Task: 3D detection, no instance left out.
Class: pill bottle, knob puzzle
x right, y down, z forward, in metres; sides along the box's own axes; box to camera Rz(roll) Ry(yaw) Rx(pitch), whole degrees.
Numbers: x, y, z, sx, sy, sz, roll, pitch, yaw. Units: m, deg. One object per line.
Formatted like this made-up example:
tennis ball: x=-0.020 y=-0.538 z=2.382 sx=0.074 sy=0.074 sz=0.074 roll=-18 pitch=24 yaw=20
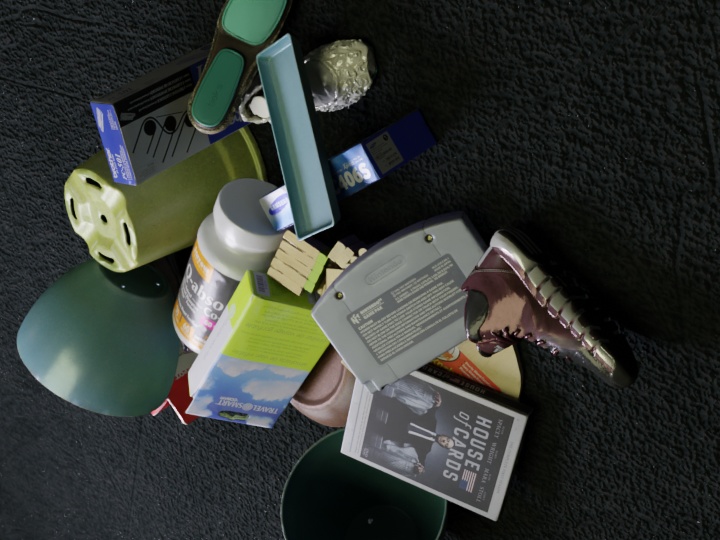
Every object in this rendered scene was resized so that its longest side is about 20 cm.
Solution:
pill bottle: x=-0.144 y=-0.001 z=1.592 sx=0.116 sy=0.116 sz=0.201 roll=40 pitch=133 yaw=20
knob puzzle: x=0.098 y=0.098 z=1.510 sx=0.217 sy=0.030 sz=0.222 roll=13 pitch=122 yaw=21

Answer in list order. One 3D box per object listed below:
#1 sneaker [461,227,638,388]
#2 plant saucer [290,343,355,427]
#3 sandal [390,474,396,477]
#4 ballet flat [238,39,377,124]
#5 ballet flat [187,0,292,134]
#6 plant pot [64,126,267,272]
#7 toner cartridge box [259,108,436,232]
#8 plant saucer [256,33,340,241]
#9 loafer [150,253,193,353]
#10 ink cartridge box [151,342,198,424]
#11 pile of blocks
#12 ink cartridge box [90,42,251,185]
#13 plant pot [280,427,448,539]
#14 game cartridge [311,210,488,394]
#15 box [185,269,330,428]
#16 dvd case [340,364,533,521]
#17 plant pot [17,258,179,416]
sneaker: x=0.175 y=0.063 z=1.350 sx=0.116 sy=0.075 sz=0.201 roll=-49 pitch=66 yaw=21
plant saucer: x=-0.053 y=0.089 z=1.627 sx=0.199 sy=0.036 sz=0.203 roll=11 pitch=106 yaw=44
sandal: x=0.024 y=0.145 z=1.620 sx=0.075 sy=0.045 sz=0.202 roll=-39 pitch=67 yaw=36
ballet flat: x=-0.063 y=-0.191 z=1.467 sx=0.199 sy=0.072 sz=0.072 roll=-13 pitch=106 yaw=50
ballet flat: x=-0.127 y=-0.241 z=1.477 sx=0.067 sy=0.075 sz=0.202 roll=27 pitch=100 yaw=1
plant pot: x=-0.241 y=-0.095 z=1.631 sx=0.199 sy=0.184 sz=0.202 roll=26 pitch=133 yaw=32
toner cartridge box: x=-0.016 y=-0.103 z=1.453 sx=0.199 sy=0.095 sz=0.044 roll=-23 pitch=97 yaw=51
plant saucer: x=-0.063 y=-0.136 z=1.411 sx=0.070 sy=0.019 sz=0.203 roll=-21 pitch=81 yaw=52
loafer: x=-0.263 y=0.018 z=1.806 sx=0.072 sy=0.062 sz=0.203 roll=179 pitch=72 yaw=-79
ink cartridge box: x=-0.262 y=0.109 z=1.851 sx=0.201 sy=0.116 sz=0.067 roll=54 pitch=144 yaw=5
pile of blocks: x=0.000 y=0.000 z=1.501 sx=0.197 sy=0.062 sz=0.083 roll=8 pitch=102 yaw=20
ink cartridge box: x=-0.197 y=-0.178 z=1.510 sx=0.044 sy=0.199 sz=0.095 roll=11 pitch=124 yaw=42
plant pot: x=0.015 y=0.305 z=1.651 sx=0.199 sy=0.200 sz=0.135 roll=33 pitch=161 yaw=27
game cartridge: x=0.054 y=0.029 z=1.433 sx=0.199 sy=0.042 sz=0.134 roll=-32 pitch=97 yaw=20
box: x=-0.113 y=0.094 z=1.576 sx=0.201 sy=0.121 sz=0.048 roll=-56 pitch=33 yaw=35
dvd case: x=0.081 y=0.178 z=1.527 sx=0.198 sy=0.025 sz=0.152 roll=22 pitch=122 yaw=16
plant pot: x=-0.301 y=0.060 z=1.678 sx=0.200 sy=0.199 sz=0.136 roll=40 pitch=116 yaw=21
